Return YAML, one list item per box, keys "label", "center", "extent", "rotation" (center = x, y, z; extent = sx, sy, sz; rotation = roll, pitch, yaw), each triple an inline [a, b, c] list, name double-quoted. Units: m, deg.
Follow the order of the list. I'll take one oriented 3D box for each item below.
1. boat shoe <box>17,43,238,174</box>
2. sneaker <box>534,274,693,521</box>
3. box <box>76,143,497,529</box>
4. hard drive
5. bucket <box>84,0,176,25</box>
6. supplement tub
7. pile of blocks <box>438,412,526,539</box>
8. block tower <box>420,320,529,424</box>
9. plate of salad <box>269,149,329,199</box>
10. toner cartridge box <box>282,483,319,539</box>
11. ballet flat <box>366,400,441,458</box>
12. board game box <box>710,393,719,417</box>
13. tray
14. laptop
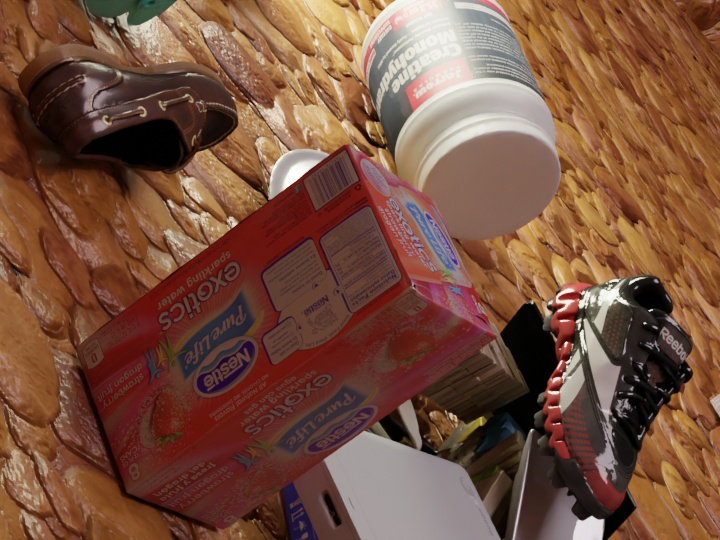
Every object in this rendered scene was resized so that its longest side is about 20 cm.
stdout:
- label: "boat shoe"
  center: [-0.137, -0.091, 1.461]
  extent: [0.070, 0.070, 0.200]
  rotation: [53, 25, 20]
- label: "sneaker"
  center: [0.172, 0.076, 1.537]
  extent: [0.071, 0.098, 0.201]
  rotation: [51, 32, -33]
- label: "box"
  center: [-0.041, 0.040, 1.249]
  extent: [0.095, 0.200, 0.103]
  rotation: [30, 29, -51]
- label: "hard drive"
  center: [0.031, 0.157, 1.365]
  extent: [0.200, 0.026, 0.132]
  rotation: [25, 34, -56]
- label: "bucket"
  center: [-0.151, -0.291, 1.621]
  extent: [0.207, 0.134, 0.208]
  rotation: [39, 35, -35]
- label: "supplement tub"
  center: [0.087, -0.138, 2.000]
  extent: [0.140, 0.140, 0.201]
  rotation: [38, 23, -41]
- label: "pile of blocks"
  center: [0.096, 0.152, 1.591]
  extent: [0.062, 0.082, 0.200]
  rotation: [50, 18, -11]
- label: "block tower"
  center: [0.061, 0.055, 1.553]
  extent: [0.054, 0.058, 0.200]
  rotation: [63, 6, 18]
- label: "plate of salad"
  center: [0.000, 0.000, 1.680]
  extent: [0.200, 0.048, 0.201]
  rotation: [37, 31, -27]
- label: "toner cartridge box"
  center: [0.010, 0.202, 1.342]
  extent: [0.095, 0.043, 0.201]
  rotation: [40, 23, -35]
- label: "ballet flat"
  center: [-0.017, 0.062, 1.485]
  extent: [0.200, 0.068, 0.068]
  rotation: [52, 20, -6]
- label: "board game box"
  center: [0.470, 0.218, 2.489]
  extent: [0.201, 0.043, 0.199]
  rotation: [61, 18, 18]
- label: "tray"
  center: [0.115, 0.215, 1.501]
  extent: [0.107, 0.022, 0.201]
  rotation: [44, 47, -40]
- label: "laptop"
  center: [0.154, 0.143, 1.694]
  extent: [0.200, 0.103, 0.178]
  rotation: [33, 28, -59]
